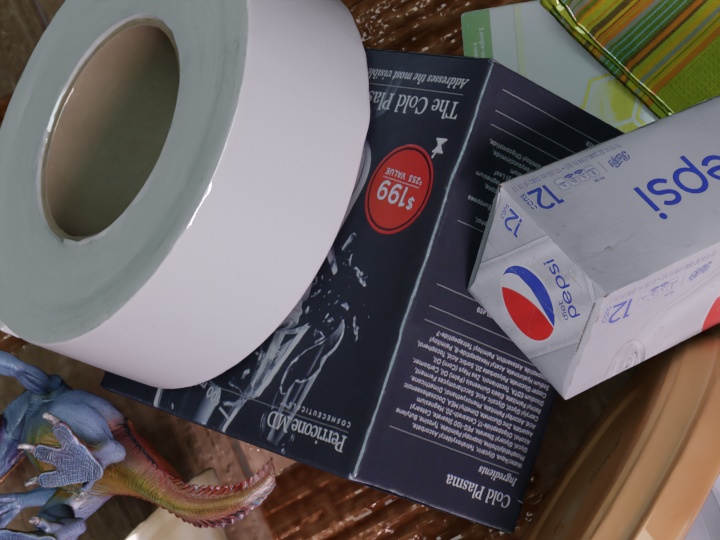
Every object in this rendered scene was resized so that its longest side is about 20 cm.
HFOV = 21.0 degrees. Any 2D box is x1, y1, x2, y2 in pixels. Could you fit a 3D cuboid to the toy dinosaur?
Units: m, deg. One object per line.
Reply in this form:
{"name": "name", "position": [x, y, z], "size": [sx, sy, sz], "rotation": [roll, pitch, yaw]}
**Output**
{"name": "toy dinosaur", "position": [-0.139, 0.095, 0.925], "size": [0.199, 0.182, 0.106], "rotation": [12, 101, 0]}

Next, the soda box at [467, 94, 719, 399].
{"name": "soda box", "position": [0.144, -0.023, 0.803], "size": [0.199, 0.064, 0.068], "rotation": [-23, 56, -32]}

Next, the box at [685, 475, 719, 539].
{"name": "box", "position": [0.229, 0.136, 0.842], "size": [0.200, 0.097, 0.177], "rotation": [34, 92, 19]}

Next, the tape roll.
{"name": "tape roll", "position": [-0.087, -0.051, 0.865], "size": [0.202, 0.071, 0.203], "rotation": [-26, 53, 41]}

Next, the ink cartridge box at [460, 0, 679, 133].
{"name": "ink cartridge box", "position": [0.153, -0.065, 0.927], "size": [0.199, 0.048, 0.146], "rotation": [-8, 77, 17]}

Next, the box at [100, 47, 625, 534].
{"name": "box", "position": [0.000, 0.000, 0.881], "size": [0.200, 0.104, 0.183], "rotation": [12, 82, 50]}

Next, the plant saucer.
{"name": "plant saucer", "position": [0.102, 0.106, 0.827], "size": [0.032, 0.200, 0.201], "rotation": [33, 89, 0]}

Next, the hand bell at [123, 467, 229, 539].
{"name": "hand bell", "position": [-0.040, 0.201, 0.920], "size": [0.104, 0.104, 0.200], "rotation": [-45, 83, 4]}

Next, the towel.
{"name": "towel", "position": [0.182, -0.088, 0.904], "size": [0.200, 0.018, 0.086], "rotation": [44, 78, 5]}
